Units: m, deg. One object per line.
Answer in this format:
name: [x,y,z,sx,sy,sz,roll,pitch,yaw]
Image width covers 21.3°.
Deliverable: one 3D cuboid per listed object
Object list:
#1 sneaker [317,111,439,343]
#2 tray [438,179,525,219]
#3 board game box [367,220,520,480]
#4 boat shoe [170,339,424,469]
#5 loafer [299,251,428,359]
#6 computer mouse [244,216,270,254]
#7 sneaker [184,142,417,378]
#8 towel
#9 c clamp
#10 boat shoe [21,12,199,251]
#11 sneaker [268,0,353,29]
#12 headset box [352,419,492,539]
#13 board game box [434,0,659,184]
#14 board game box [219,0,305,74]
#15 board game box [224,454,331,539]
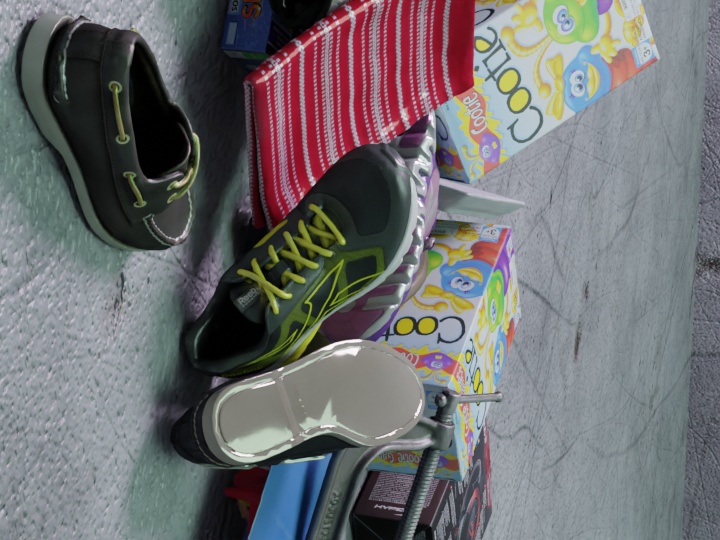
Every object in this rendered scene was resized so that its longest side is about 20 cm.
sneaker: [0.018,-0.026,1.372,0.089,0.080,0.202,67,32,-56]
tray: [0.064,-0.064,1.585,0.200,0.106,0.022,1,104,-72]
board game box: [0.056,0.060,1.577,0.201,0.104,0.104,-66,154,-46]
boat shoe: [-0.040,0.092,1.272,0.199,0.062,0.073,-9,83,-45]
loafer: [0.000,0.000,1.449,0.200,0.075,0.068,-64,146,-56]
computer mouse: [-0.048,-0.057,1.294,0.059,0.034,0.202,-39,143,-51]
sneaker: [-0.038,0.004,1.222,0.200,0.074,0.084,-53,164,25]
towel: [0.004,-0.123,1.248,0.200,0.022,0.145,-38,149,-27]
c clamp: [0.026,0.178,1.436,0.170,0.027,0.202,13,101,-50]
boat shoe: [-0.124,-0.067,1.061,0.202,0.060,0.072,64,36,-59]
sneaker: [-0.023,-0.180,1.240,0.088,0.075,0.200,-56,149,-21]
headset box: [0.063,0.211,1.725,0.201,0.074,0.150,-62,153,-49]
board game box: [0.111,-0.164,1.462,0.199,0.105,0.104,-34,115,-24]
board game box: [-0.037,-0.186,1.336,0.200,0.034,0.137,37,61,-69]
board game box: [-0.071,0.179,1.361,0.158,0.039,0.202,69,37,-65]
